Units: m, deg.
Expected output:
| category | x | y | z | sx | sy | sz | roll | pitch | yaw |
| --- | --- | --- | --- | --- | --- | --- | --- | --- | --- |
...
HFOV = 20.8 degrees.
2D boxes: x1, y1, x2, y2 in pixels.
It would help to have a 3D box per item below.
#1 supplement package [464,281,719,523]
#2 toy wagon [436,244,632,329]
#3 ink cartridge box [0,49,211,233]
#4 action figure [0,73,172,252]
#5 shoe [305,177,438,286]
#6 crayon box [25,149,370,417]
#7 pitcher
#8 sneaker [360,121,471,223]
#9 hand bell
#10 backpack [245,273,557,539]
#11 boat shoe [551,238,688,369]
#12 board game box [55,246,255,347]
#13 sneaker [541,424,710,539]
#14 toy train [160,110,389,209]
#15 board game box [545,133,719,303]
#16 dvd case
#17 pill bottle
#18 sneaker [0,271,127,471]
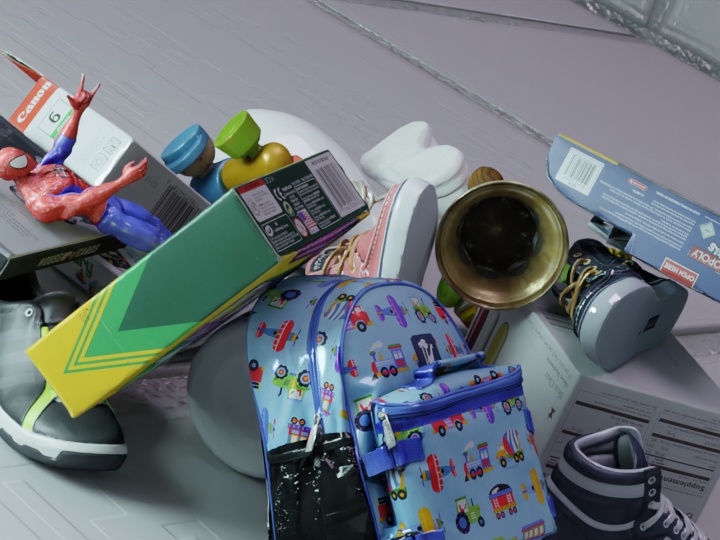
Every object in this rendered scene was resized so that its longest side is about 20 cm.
| category | x | y | z | sx | sy | sz | roll | pitch | yaw |
| --- | --- | --- | --- | --- | --- | --- | --- | --- | --- |
| supplement package | 0.183 | 0.101 | 1.562 | 0.155 | 0.111 | 0.200 | 16 | 19 | -22 |
| toy wagon | 0.165 | 0.023 | 1.701 | 0.154 | 0.040 | 0.200 | 15 | -20 | -22 |
| ink cartridge box | -0.214 | -0.096 | 1.539 | 0.200 | 0.050 | 0.109 | 33 | -6 | 41 |
| action figure | -0.156 | -0.058 | 1.358 | 0.199 | 0.099 | 0.065 | 23 | 20 | -31 |
| shoe | 0.000 | 0.000 | 1.525 | 0.091 | 0.201 | 0.072 | 23 | 45 | 16 |
| crayon box | -0.099 | 0.004 | 1.254 | 0.058 | 0.172 | 0.200 | 55 | 18 | 1 |
| pitcher | -0.047 | -0.050 | 1.713 | 0.200 | 0.122 | 0.172 | 36 | 16 | 8 |
| sneaker | 0.060 | -0.074 | 1.773 | 0.089 | 0.075 | 0.200 | 56 | -3 | -21 |
| hand bell | 0.106 | -0.049 | 1.596 | 0.104 | 0.105 | 0.200 | 20 | 16 | -8 |
| backpack | 0.019 | 0.092 | 1.225 | 0.134 | 0.201 | 0.182 | -17 | -10 | 37 |
| boat shoe | 0.180 | 0.022 | 1.503 | 0.091 | 0.071 | 0.200 | 29 | 12 | 20 |
| board game box | -0.159 | -0.006 | 1.536 | 0.126 | 0.035 | 0.200 | -14 | 36 | -43 |
| sneaker | 0.213 | 0.178 | 1.386 | 0.199 | 0.109 | 0.070 | 16 | 20 | -19 |
| toy train | -0.067 | -0.082 | 1.557 | 0.116 | 0.200 | 0.085 | 46 | 54 | -22 |
| board game box | 0.259 | -0.024 | 1.580 | 0.199 | 0.062 | 0.200 | 30 | 4 | 27 |
| dvd case | -0.255 | -0.058 | 1.361 | 0.150 | 0.025 | 0.200 | 39 | 17 | 10 |
| pill bottle | -0.036 | 0.068 | 1.397 | 0.112 | 0.113 | 0.200 | 27 | 19 | 13 |
| sneaker | -0.209 | 0.055 | 1.280 | 0.071 | 0.083 | 0.200 | 5 | 25 | -40 |
